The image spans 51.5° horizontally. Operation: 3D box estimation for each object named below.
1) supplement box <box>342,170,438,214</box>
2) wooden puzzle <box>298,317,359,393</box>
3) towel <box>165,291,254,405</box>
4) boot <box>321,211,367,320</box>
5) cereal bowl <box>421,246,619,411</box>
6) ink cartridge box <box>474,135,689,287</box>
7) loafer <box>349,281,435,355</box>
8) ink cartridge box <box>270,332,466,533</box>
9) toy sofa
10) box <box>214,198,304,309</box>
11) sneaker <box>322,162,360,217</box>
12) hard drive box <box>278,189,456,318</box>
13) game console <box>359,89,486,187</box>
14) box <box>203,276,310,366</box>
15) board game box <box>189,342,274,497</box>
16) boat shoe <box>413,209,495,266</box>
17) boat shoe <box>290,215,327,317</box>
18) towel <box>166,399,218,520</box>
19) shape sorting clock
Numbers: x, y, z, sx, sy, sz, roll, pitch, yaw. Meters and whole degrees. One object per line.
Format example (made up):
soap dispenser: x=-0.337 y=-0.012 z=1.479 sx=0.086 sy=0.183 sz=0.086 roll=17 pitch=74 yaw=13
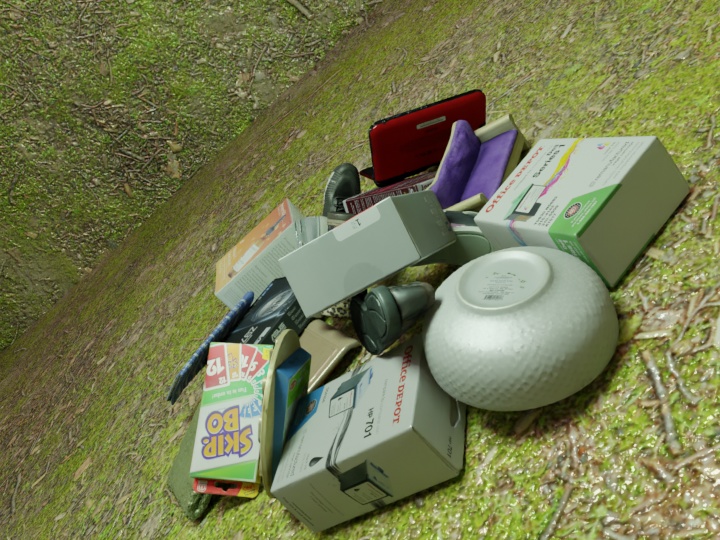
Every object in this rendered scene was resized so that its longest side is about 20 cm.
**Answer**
supplement box: x=0.072 y=-0.111 z=1.192 sx=0.108 sy=0.062 sz=0.199 roll=-25 pitch=10 yaw=-31
wooden puzzle: x=-0.101 y=0.161 z=1.115 sx=0.200 sy=0.037 sz=0.185 roll=-45 pitch=22 yaw=-12
towel: x=-0.254 y=0.133 z=1.279 sx=0.201 sy=0.024 sz=0.145 roll=-53 pitch=0 yaw=-36
boot: x=0.000 y=0.000 z=1.121 sx=0.072 sy=0.200 sz=0.153 roll=6 pitch=86 yaw=23
cereal bowl: x=0.152 y=0.039 z=0.748 sx=0.197 sy=0.084 sz=0.201 roll=-16 pitch=32 yaw=10
ink cartridge box: x=0.244 y=-0.074 z=0.858 sx=0.145 sy=0.084 sz=0.200 roll=-49 pitch=23 yaw=-10
loafer: x=0.034 y=0.050 z=0.829 sx=0.062 sy=0.073 sz=0.200 roll=-19 pitch=-5 yaw=-12
ink cartridge box: x=0.012 y=0.179 z=0.824 sx=0.199 sy=0.086 sz=0.147 roll=-33 pitch=23 yaw=29
toy sofa: x=0.172 y=-0.145 z=1.082 sx=0.082 sy=0.098 sz=0.201 roll=-21 pitch=32 yaw=41
box: x=-0.172 y=-0.015 z=1.429 sx=0.200 sy=0.106 sz=0.153 roll=-42 pitch=23 yaw=7
sneaker: x=-0.036 y=-0.080 z=1.276 sx=0.091 sy=0.066 sz=0.203 roll=-117 pitch=40 yaw=-67
hard drive box: x=0.017 y=-0.025 z=0.903 sx=0.155 sy=0.078 sz=0.200 roll=-28 pitch=-1 yaw=19
game console: x=0.095 y=-0.224 z=1.236 sx=0.197 sy=0.174 sz=0.119 roll=-20 pitch=47 yaw=-10
box: x=-0.151 y=0.091 z=1.226 sx=0.159 sy=0.044 sz=0.201 roll=-10 pitch=36 yaw=55
board game box: x=-0.173 y=0.200 z=1.016 sx=0.094 sy=0.030 sz=0.203 roll=1 pitch=73 yaw=11
boat shoe: x=0.091 y=-0.047 z=1.022 sx=0.197 sy=0.077 sz=0.061 roll=9 pitch=34 yaw=16
boat shoe: x=-0.084 y=-0.007 z=1.165 sx=0.070 sy=0.071 sz=0.203 roll=0 pitch=45 yaw=-1
towel: x=-0.221 y=0.250 z=1.096 sx=0.148 sy=0.036 sz=0.202 roll=10 pitch=75 yaw=64
shape sorting clock: x=-0.096 y=0.173 z=0.913 sx=0.039 sy=0.202 sz=0.201 roll=7 pitch=39 yaw=7
